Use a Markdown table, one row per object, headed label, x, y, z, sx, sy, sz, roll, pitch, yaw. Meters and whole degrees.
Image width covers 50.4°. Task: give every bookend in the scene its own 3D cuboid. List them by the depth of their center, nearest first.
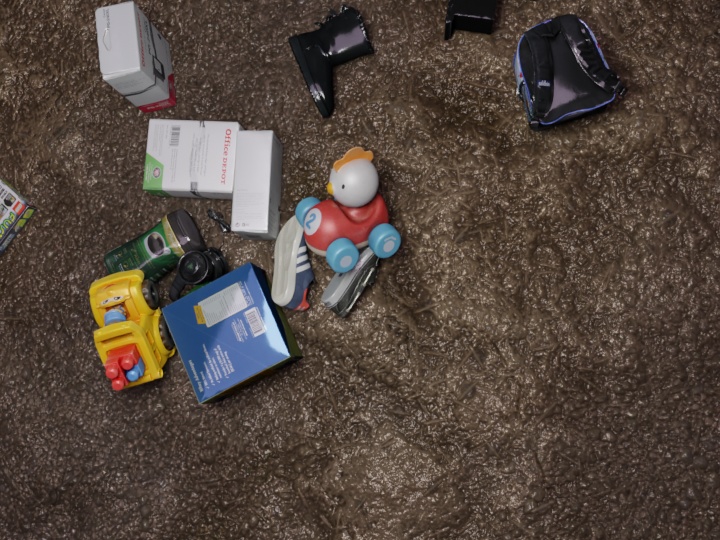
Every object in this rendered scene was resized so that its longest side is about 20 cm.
| label | x | y | z | sx | sy | sz | roll | pitch | yaw |
| --- | --- | --- | --- | --- | --- | --- | --- | --- | --- |
| bookend | 0.280 | -0.571 | 1.553 | 0.194 | 0.092 | 0.205 | 8 | 85 | 6 |

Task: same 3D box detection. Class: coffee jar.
| label | x | y | z | sx | sy | sz | roll | pitch | yaw |
| --- | --- | --- | --- | --- | --- | --- | --- | --- | --- |
| coffee jar | -0.418 | -0.036 | 1.572 | 0.197 | 0.085 | 0.106 | -31 | 78 | 3 |

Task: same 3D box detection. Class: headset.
| label | x | y | z | sx | sy | sz | roll | pitch | yaw |
| --- | --- | --- | --- | --- | --- | --- | --- | --- | --- |
| headset | -0.319 | -0.019 | 1.524 | 0.094 | 0.123 | 0.201 | 42 | 111 | 12 |

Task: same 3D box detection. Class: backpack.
| label | x | y | z | sx | sy | sz | roll | pitch | yaw |
| --- | --- | --- | --- | --- | --- | --- | --- | --- | --- |
| backpack | 0.386 | -0.384 | 1.488 | 0.195 | 0.154 | 0.196 | -16 | 89 | -2 |

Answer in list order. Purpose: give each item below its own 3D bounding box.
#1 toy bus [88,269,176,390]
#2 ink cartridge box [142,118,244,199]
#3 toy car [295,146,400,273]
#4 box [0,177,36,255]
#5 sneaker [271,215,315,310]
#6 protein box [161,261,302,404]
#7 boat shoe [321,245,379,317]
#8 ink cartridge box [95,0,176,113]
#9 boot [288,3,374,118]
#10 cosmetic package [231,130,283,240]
| label | x | y | z | sx | sy | sz | roll | pitch | yaw |
| --- | --- | --- | --- | --- | --- | --- | --- | --- | --- |
| toy bus | -0.454 | 0.129 | 1.474 | 0.132 | 0.193 | 0.204 | -14 | 114 | 5 |
| ink cartridge box | -0.339 | -0.228 | 1.587 | 0.194 | 0.084 | 0.151 | 4 | 84 | 7 |
| toy car | -0.028 | -0.140 | 1.438 | 0.173 | 0.204 | 0.185 | -18 | 41 | -20 |
| box | -0.803 | -0.089 | 1.651 | 0.109 | 0.035 | 0.201 | 38 | 88 | 10 |
| sneaker | -0.126 | -0.012 | 1.548 | 0.074 | 0.084 | 0.205 | -17 | 55 | 42 |
| protein box | -0.249 | 0.125 | 1.506 | 0.196 | 0.135 | 0.202 | -26 | 81 | 3 |
| boat shoe | 0.000 | 0.000 | 1.533 | 0.063 | 0.070 | 0.202 | 40 | 79 | -23 |
| ink cartridge box | -0.456 | -0.432 | 1.568 | 0.081 | 0.200 | 0.150 | -10 | 82 | 5 |
| boot | -0.048 | -0.436 | 1.589 | 0.159 | 0.073 | 0.203 | -23 | 80 | 0 |
| cosmetic package | -0.208 | -0.170 | 1.552 | 0.079 | 0.113 | 0.206 | 3 | 85 | 6 |
